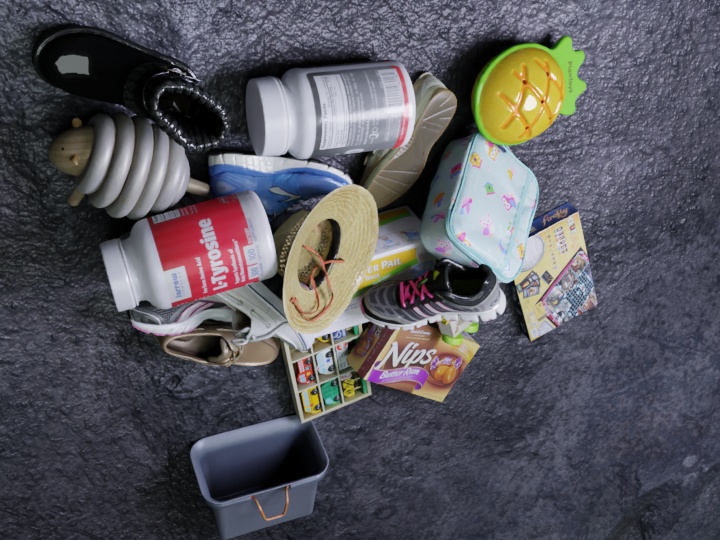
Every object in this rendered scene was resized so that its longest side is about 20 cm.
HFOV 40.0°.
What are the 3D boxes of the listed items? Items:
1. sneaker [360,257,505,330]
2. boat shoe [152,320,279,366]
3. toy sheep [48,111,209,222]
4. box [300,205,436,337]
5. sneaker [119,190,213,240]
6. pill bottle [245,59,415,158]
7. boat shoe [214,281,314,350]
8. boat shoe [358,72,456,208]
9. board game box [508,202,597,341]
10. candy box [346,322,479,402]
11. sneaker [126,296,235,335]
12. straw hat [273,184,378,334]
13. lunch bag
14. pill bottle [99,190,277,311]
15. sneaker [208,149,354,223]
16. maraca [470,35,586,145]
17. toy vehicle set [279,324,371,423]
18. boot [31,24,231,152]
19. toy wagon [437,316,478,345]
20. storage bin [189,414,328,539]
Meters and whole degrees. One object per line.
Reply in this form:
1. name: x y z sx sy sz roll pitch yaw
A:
1. sneaker: 0.096 0.026 1.331 0.197 0.074 0.088 -3 141 5
2. boat shoe: -0.200 0.110 1.410 0.198 0.065 0.072 11 114 -32
3. toy sheep: -0.277 -0.123 1.195 0.198 0.138 0.139 11 115 -32
4. box: 0.000 0.000 1.412 0.198 0.102 0.113 -17 126 -15
5. sneaker: -0.235 -0.038 1.307 0.198 0.079 0.077 -24 152 -13
6. pill bottle: -0.040 -0.203 1.262 0.198 0.114 0.115 -9 123 -19
7. boat shoe: -0.146 0.065 1.321 0.202 0.074 0.086 47 69 -36
8. boat shoe: 0.055 -0.176 1.366 0.073 0.063 0.202 9 123 -42
9. board game box: 0.304 0.005 1.600 0.134 0.035 0.201 -27 127 -7
10. candy box: 0.084 0.127 1.537 0.199 0.056 0.117 22 105 -46
11. sneaker: -0.226 0.026 1.349 0.198 0.080 0.087 -10 119 -35
12. straw hat: -0.068 -0.027 1.274 0.201 0.085 0.203 -35 137 -40
13. lunch bag: 0.175 -0.086 1.391 0.160 0.077 0.202 35 59 -26
14. pill bottle: -0.209 -0.020 1.204 0.198 0.112 0.113 -17 125 -13
15. sneaker: -0.105 -0.108 1.305 0.198 0.079 0.090 3 102 -17
16. maraca: 0.235 -0.249 1.368 0.199 0.107 0.138 -24 124 -24
17. toy vehicle set: -0.053 0.134 1.505 0.123 0.027 0.201 -21 131 -15
18. boot: -0.260 -0.209 1.127 0.209 0.158 0.080 6 117 -28
19. toy wagon: 0.150 0.030 1.468 0.200 0.039 0.157 -27 130 -60
20. storage bin: -0.152 0.337 1.538 0.198 0.146 0.135 -13 134 -17
